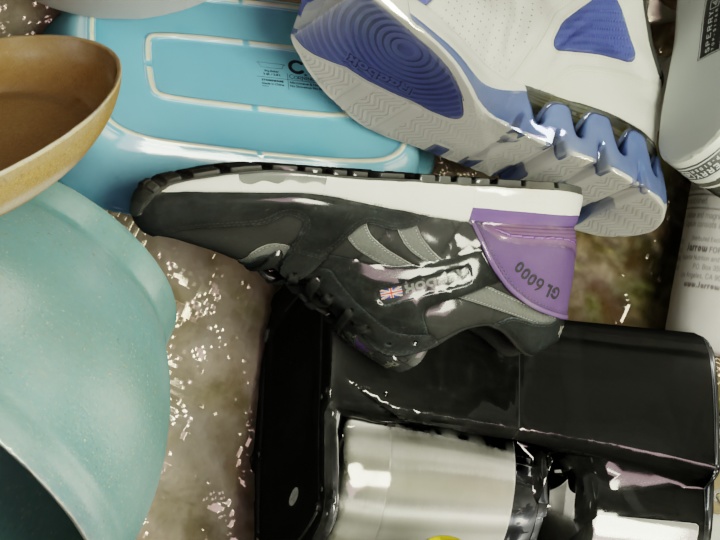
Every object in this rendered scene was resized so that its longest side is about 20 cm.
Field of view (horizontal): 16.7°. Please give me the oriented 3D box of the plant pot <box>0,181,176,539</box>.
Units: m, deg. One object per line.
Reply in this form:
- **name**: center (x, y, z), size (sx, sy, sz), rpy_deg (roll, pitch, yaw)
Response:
- **plant pot**: center (-0.161, 0.040, 1.058), size (0.200, 0.200, 0.134), rpy_deg (44, 59, -17)

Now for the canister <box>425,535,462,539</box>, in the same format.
- **canister**: center (-0.001, 0.206, 1.105), size (0.149, 0.200, 0.087), rpy_deg (45, 42, -19)

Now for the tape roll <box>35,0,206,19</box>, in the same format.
- **tape roll**: center (-0.107, -0.212, 1.066), size (0.202, 0.071, 0.203), rpy_deg (0, 85, 4)

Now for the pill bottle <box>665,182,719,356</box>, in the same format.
- **pill bottle**: center (0.223, -0.051, 1.213), size (0.114, 0.114, 0.200), rpy_deg (11, 89, -20)

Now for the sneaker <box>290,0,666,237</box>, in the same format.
- **sneaker**: center (0.065, -0.107, 1.113), size (0.199, 0.081, 0.115), rpy_deg (30, 59, -28)

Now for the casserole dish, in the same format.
- **casserole dish**: center (-0.055, -0.078, 1.120), size (0.200, 0.039, 0.121), rpy_deg (6, 54, -20)

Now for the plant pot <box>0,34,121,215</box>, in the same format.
- **plant pot**: center (-0.193, -0.047, 1.027), size (0.200, 0.200, 0.027), rpy_deg (-24, 115, -16)

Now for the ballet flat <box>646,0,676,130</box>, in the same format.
- **ballet flat**: center (0.137, -0.118, 1.197), size (0.068, 0.068, 0.200), rpy_deg (10, 92, 4)

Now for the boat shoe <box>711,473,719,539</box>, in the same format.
- **boat shoe**: center (0.193, 0.112, 1.241), size (0.200, 0.068, 0.075), rpy_deg (-39, 108, -11)

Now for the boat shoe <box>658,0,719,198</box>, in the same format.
- **boat shoe**: center (0.188, -0.114, 1.141), size (0.064, 0.071, 0.200), rpy_deg (33, 58, -27)

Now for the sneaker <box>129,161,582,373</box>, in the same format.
- **sneaker**: center (0.000, 0.000, 1.056), size (0.200, 0.076, 0.088), rpy_deg (4, 92, -15)

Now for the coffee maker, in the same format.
- **coffee maker**: center (0.062, 0.062, 1.155), size (0.200, 0.135, 0.192), rpy_deg (8, 90, -19)
